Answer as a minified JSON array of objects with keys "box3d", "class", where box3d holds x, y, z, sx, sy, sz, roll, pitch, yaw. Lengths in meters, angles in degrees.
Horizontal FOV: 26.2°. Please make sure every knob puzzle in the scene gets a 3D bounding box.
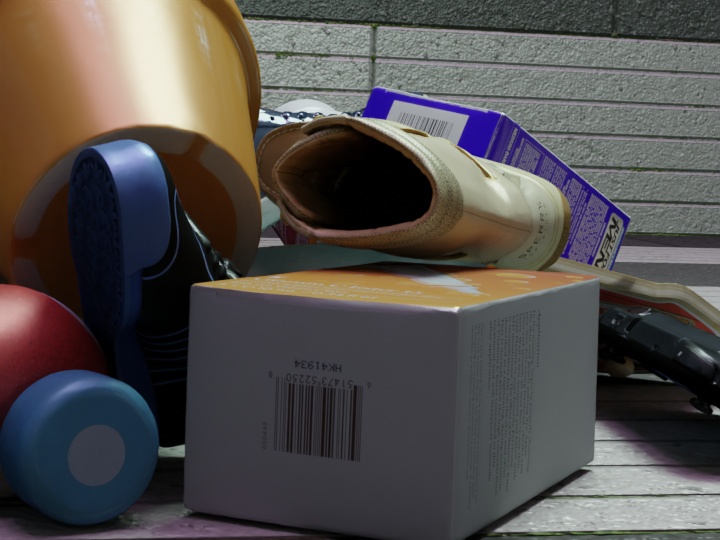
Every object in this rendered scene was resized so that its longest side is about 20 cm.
[{"box3d":[0.157,0.047,1.029,0.219,0.031,0.220,7,-20,3],"class":"knob puzzle"}]

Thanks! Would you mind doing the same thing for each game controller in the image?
[{"box3d":[0.195,0.063,0.864,0.104,0.042,0.200,39,1,-8],"class":"game controller"}]

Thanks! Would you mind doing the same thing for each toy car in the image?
[{"box3d":[-0.190,-0.003,0.658,0.177,0.200,0.184,-1,6,-34],"class":"toy car"}]

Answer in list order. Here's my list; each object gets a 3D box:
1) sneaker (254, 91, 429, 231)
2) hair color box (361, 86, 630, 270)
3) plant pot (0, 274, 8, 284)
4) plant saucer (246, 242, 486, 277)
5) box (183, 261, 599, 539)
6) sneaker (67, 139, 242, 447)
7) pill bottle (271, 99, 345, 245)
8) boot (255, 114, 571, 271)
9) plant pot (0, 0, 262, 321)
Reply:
[{"box3d":[-0.043,-0.091,1.080,0.200,0.085,0.075,-31,1,-20],"class":"sneaker"},{"box3d":[0.092,-0.054,1.066,0.109,0.065,0.200,17,-9,37],"class":"hair color box"},{"box3d":[-0.294,-0.046,0.973,0.177,0.200,0.200,9,-20,-14],"class":"plant pot"},{"box3d":[0.000,0.000,1.001,0.201,0.039,0.201,-3,-1,0],"class":"plant saucer"},{"box3d":[0.023,0.052,0.709,0.124,0.098,0.200,4,5,24],"class":"box"},{"box3d":[-0.083,0.009,0.700,0.078,0.200,0.070,-20,57,-20],"class":"sneaker"},{"box3d":[-0.015,-0.054,1.204,0.113,0.113,0.200,0,30,-24],"class":"pill bottle"},{"box3d":[-0.007,-0.048,0.820,0.200,0.073,0.155,20,7,32],"class":"boot"},{"box3d":[-0.136,-0.063,0.808,0.200,0.200,0.183,0,33,-22],"class":"plant pot"}]
